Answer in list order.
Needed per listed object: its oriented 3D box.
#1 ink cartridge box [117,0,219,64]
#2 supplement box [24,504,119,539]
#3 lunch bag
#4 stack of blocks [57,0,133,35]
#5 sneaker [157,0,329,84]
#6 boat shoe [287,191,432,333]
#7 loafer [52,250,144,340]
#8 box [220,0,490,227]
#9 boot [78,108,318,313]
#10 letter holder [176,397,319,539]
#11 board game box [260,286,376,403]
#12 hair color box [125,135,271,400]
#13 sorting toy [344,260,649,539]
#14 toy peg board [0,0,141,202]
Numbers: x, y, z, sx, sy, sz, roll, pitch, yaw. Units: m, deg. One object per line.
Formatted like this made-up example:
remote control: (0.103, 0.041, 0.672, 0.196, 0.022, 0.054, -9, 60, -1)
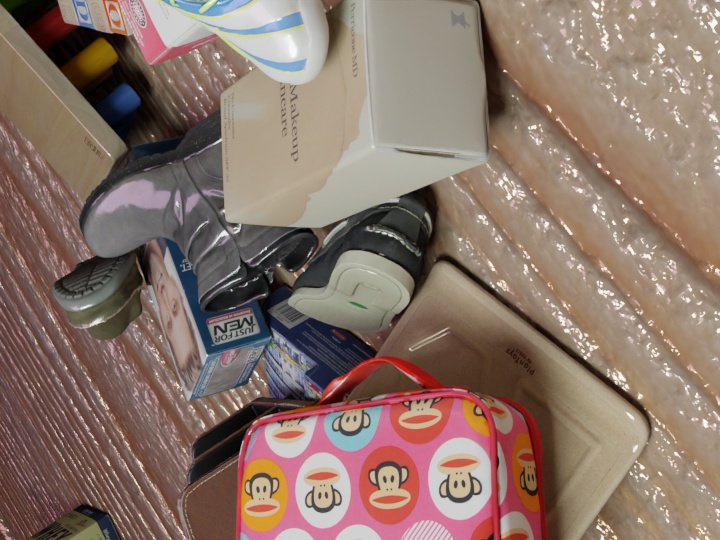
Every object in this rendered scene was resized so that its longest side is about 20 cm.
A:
ink cartridge box: (-0.099, -0.237, 0.680, 0.199, 0.084, 0.147, -13, 104, 59)
supplement box: (-0.482, 0.531, 1.772, 0.134, 0.199, 0.202, -5, 111, 57)
lunch bag: (0.013, 0.143, 0.657, 0.198, 0.082, 0.179, -10, 76, 33)
stack of blocks: (-0.207, -0.291, 0.822, 0.115, 0.058, 0.202, 22, 132, 47)
sneaker: (-0.107, -0.161, 0.573, 0.200, 0.104, 0.076, 48, 146, 20)
boat shoe: (0.000, 0.000, 0.760, 0.071, 0.068, 0.200, 22, 161, -11)
loafer: (-0.216, 0.023, 0.940, 0.200, 0.074, 0.070, -130, 17, -80)
box: (-0.011, -0.090, 0.648, 0.199, 0.077, 0.096, -19, 72, 59)
boot: (-0.130, -0.025, 0.809, 0.199, 0.069, 0.133, -31, 65, 29)
letter holder: (-0.069, 0.222, 0.835, 0.100, 0.141, 0.202, -6, 111, 57)
board game box: (-0.018, 0.148, 0.897, 0.199, 0.061, 0.202, 34, 140, 38)
hair color box: (-0.147, -0.003, 0.923, 0.202, 0.060, 0.100, 66, 153, 20)
sorting toy: (0.066, 0.123, 0.697, 0.185, 0.036, 0.201, 39, 104, 32)
toy peg board: (-0.270, -0.182, 0.979, 0.199, 0.098, 0.200, 48, 160, -8)
